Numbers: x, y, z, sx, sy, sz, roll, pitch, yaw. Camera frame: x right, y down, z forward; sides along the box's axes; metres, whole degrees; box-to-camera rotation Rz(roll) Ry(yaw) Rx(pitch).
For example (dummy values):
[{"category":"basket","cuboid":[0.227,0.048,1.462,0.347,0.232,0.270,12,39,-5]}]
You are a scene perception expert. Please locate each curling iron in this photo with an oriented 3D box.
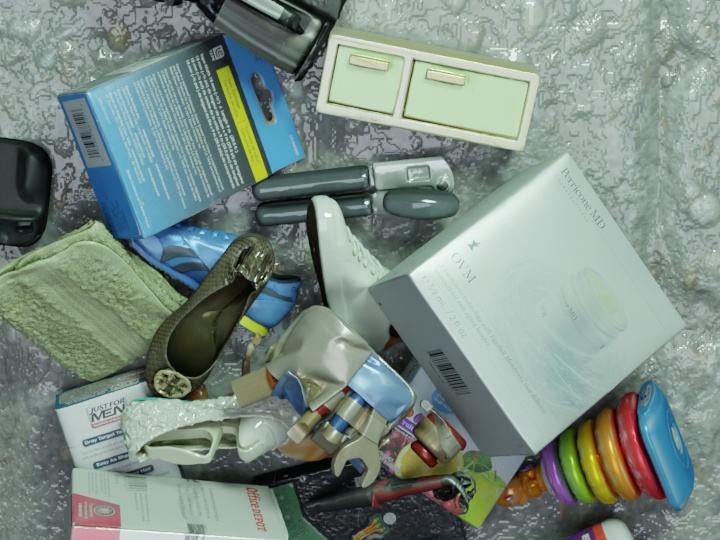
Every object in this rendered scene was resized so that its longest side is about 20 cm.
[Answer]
[{"category":"curling iron","cuboid":[0.027,0.221,1.539,0.199,0.026,0.050,-13,124,34]}]

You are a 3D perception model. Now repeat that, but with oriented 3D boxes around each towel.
[{"category":"towel","cuboid":[-0.256,0.035,1.514,0.148,0.037,0.200,-25,142,14]}]

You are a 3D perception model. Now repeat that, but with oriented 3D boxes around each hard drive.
[{"category":"hard drive","cuboid":[0.001,0.253,1.628,0.199,0.038,0.140,-16,104,4]}]

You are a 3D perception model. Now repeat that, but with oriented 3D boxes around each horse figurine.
[{"category":"horse figurine","cuboid":[-0.070,0.137,1.585,0.199,0.050,0.133,28,118,-15]}]

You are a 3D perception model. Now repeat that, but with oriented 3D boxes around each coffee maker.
[{"category":"coffee maker","cuboid":[-0.098,-0.298,1.446,0.199,0.135,0.193,28,74,-8]}]

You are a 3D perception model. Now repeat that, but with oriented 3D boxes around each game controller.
[{"category":"game controller","cuboid":[-0.400,-0.084,1.544,0.199,0.042,0.105,8,91,-2]}]

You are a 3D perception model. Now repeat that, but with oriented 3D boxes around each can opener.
[{"category":"can opener","cuboid":[-0.006,-0.074,1.528,0.199,0.066,0.053,-4,107,6]}]

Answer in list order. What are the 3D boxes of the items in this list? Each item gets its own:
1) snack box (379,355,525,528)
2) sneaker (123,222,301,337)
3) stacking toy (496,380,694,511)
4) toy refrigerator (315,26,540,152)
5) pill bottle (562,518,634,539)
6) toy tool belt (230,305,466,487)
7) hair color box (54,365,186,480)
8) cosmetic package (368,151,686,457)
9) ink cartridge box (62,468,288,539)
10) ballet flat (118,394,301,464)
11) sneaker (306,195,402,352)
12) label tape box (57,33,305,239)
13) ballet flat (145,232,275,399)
[{"category":"snack box","cuboid":[0.109,0.129,1.561,0.142,0.053,0.200,34,88,-12]},{"category":"sneaker","cuboid":[-0.149,-0.019,1.542,0.200,0.066,0.079,34,100,-11]},{"category":"stacking toy","cuboid":[0.221,0.195,1.590,0.199,0.116,0.110,-20,104,20]},{"category":"toy refrigerator","cuboid":[0.062,-0.170,1.495,0.199,0.070,0.076,11,105,-2]},{"category":"pill bottle","cuboid":[0.197,0.338,1.611,0.199,0.112,0.113,-26,104,7]},{"category":"toy tool belt","cuboid":[-0.013,0.135,1.474,0.200,0.125,0.123,44,86,2]},{"category":"hair color box","cuboid":[-0.228,0.207,1.599,0.100,0.061,0.201,-17,105,-5]},{"category":"cosmetic package","cuboid":[0.154,0.033,1.475,0.200,0.123,0.200,-38,95,-19]},{"category":"ink cartridge box","cuboid":[-0.179,0.257,1.511,0.199,0.147,0.083,7,102,-12]},{"category":"ballet flat","cuboid":[-0.132,0.157,1.527,0.199,0.072,0.072,-4,105,0]},{"category":"sneaker","cuboid":[0.000,0.000,1.526,0.084,0.073,0.200,-16,134,-3]},{"category":"label tape box","cuboid":[-0.165,-0.133,1.497,0.200,0.063,0.145,-29,107,-35]},{"category":"ballet flat","cuboid":[-0.143,0.051,1.505,0.067,0.046,0.200,28,113,-22]}]
